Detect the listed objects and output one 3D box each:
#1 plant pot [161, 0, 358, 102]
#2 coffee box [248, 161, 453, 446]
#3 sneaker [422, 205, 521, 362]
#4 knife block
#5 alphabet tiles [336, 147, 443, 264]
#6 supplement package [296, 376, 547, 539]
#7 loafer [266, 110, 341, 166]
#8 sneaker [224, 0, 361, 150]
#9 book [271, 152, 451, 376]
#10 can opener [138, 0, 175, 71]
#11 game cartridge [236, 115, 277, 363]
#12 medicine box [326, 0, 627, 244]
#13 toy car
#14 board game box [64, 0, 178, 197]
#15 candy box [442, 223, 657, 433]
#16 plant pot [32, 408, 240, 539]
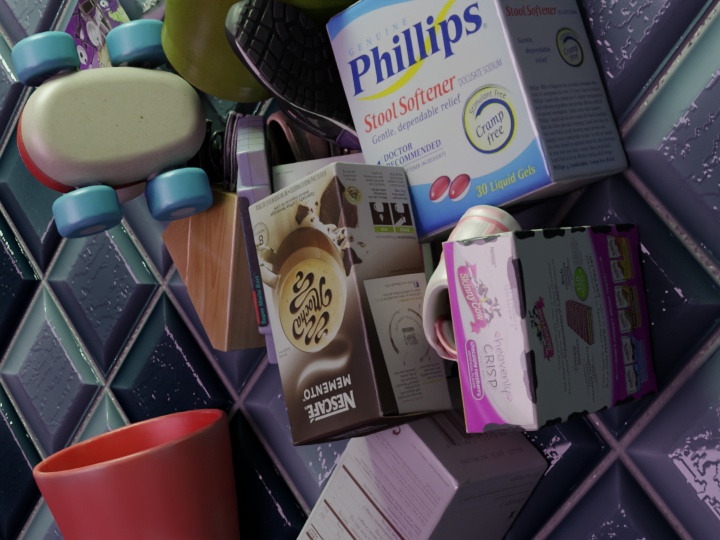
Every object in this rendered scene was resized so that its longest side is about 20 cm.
[{"bbox_3d":[-0.091,-0.258,1.325,0.201,0.200,0.193,58,142,24],"label":"plant pot"},{"bbox_3d":[-0.010,0.028,1.175,0.113,0.080,0.201,-24,73,45],"label":"coffee box"},{"bbox_3d":[0.099,0.058,1.151,0.075,0.105,0.201,3,130,30],"label":"sneaker"},{"bbox_3d":[-0.112,-0.046,1.439,0.176,0.064,0.200,-46,62,39],"label":"knife block"},{"bbox_3d":[0.010,-0.062,1.355,0.167,0.008,0.201,-3,92,46],"label":"alphabet tiles"},{"bbox_3d":[0.046,0.206,1.266,0.117,0.117,0.200,47,125,32],"label":"supplement package"},{"bbox_3d":[-0.047,-0.051,1.364,0.072,0.063,0.201,-16,83,45],"label":"loafer"},{"bbox_3d":[-0.054,-0.155,1.272,0.087,0.200,0.076,-5,59,47],"label":"sneaker"},{"bbox_3d":[0.000,0.000,1.269,0.133,0.048,0.201,-9,71,13],"label":"book"},{"bbox_3d":[-0.166,-0.293,1.481,0.063,0.078,0.200,-82,16,-58],"label":"can opener"},{"bbox_3d":[-0.087,-0.029,1.354,0.038,0.130,0.201,-6,110,3],"label":"game cartridge"},{"bbox_3d":[0.089,-0.141,1.191,0.182,0.103,0.201,-22,82,45],"label":"medicine box"},{"bbox_3d":[-0.255,-0.115,1.446,0.200,0.176,0.185,-34,71,63],"label":"toy car"},{"bbox_3d":[-0.244,-0.188,1.546,0.200,0.032,0.120,59,150,11],"label":"board game box"},{"bbox_3d":[0.143,0.038,1.086,0.061,0.200,0.137,-8,88,35],"label":"candy box"},{"bbox_3d":[-0.208,0.252,1.493,0.200,0.200,0.178,-9,98,46],"label":"plant pot"}]
